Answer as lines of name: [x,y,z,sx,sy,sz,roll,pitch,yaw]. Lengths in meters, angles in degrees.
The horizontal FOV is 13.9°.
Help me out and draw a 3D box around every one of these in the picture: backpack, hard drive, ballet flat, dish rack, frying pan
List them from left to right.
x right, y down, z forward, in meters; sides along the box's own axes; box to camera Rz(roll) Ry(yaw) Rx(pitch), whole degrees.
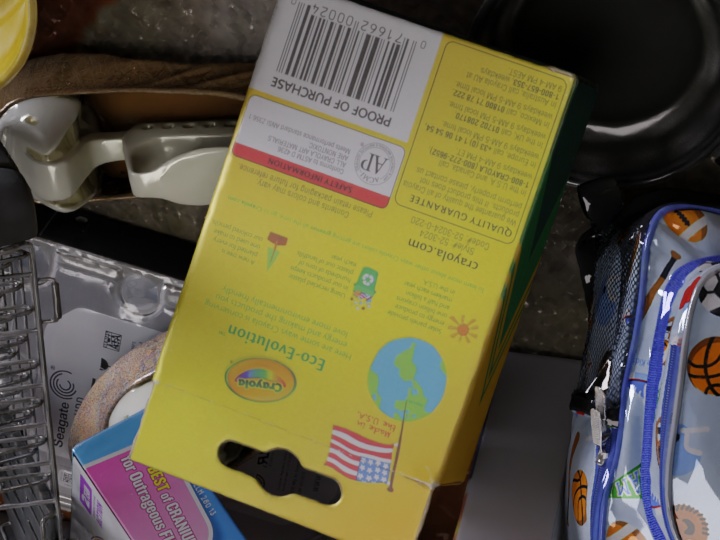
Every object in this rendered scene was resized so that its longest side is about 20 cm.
dish rack: [-0.156,0.036,1.201,0.054,0.153,0.201,-9,111,-13]
ballet flat: [-0.093,-0.052,1.236,0.199,0.072,0.068,2,120,16]
hard drive: [-0.079,0.056,1.312,0.199,0.038,0.140,17,121,8]
ballet flat: [-0.058,0.052,1.242,0.200,0.067,0.068,-34,103,29]
frying pan: [0.135,-0.074,1.179,0.189,0.031,0.115,14,126,-4]
backpack: [0.169,0.075,1.142,0.199,0.154,0.191,10,98,-1]

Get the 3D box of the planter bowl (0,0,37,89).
planter bowl: [-0.193,-0.164,1.149,0.200,0.084,0.201,22,144,16]

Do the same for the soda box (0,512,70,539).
soda box: [-0.160,0.158,1.375,0.199,0.064,0.069,6,119,13]

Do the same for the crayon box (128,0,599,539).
crayon box: [0.000,0.000,1.155,0.127,0.051,0.201,21,94,15]

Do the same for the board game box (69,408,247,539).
board game box: [-0.052,0.173,1.204,0.200,0.040,0.153,54,158,21]

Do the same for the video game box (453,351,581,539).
video game box: [0.059,0.161,1.230,0.047,0.200,0.183,5,118,8]
